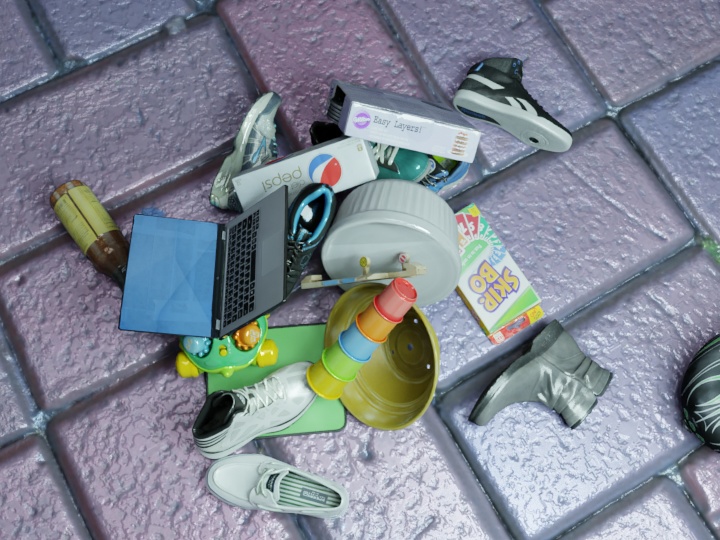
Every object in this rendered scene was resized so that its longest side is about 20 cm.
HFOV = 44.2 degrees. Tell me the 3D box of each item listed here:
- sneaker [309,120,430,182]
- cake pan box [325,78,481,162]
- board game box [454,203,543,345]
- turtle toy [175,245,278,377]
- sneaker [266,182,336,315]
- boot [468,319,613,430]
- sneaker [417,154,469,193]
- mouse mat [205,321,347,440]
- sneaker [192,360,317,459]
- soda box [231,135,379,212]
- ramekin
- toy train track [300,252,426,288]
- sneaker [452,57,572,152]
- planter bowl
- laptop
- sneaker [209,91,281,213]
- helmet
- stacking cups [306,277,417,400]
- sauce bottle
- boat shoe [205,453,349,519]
[{"bbox_3d":[0.007,-0.176,1.309,0.198,0.080,0.072,14,69,31],"label":"sneaker"},{"bbox_3d":[0.052,-0.216,1.258,0.198,0.184,0.053,10,108,-16],"label":"cake pan box"},{"bbox_3d":[0.184,0.005,1.322,0.095,0.030,0.201,-30,77,-12],"label":"board game box"},{"bbox_3d":[-0.196,0.055,1.245,0.144,0.101,0.202,-8,60,-5],"label":"turtle toy"},{"bbox_3d":[-0.098,-0.033,1.189,0.073,0.082,0.202,28,87,-8],"label":"sneaker"},{"bbox_3d":[0.257,0.177,1.244,0.200,0.070,0.132,-43,82,-11],"label":"boot"},{"bbox_3d":[0.088,-0.136,1.333,0.078,0.089,0.200,43,74,13],"label":"sneaker"},{"bbox_3d":[-0.122,0.157,1.265,0.197,0.008,0.163,-4,70,-4],"label":"mouse mat"},{"bbox_3d":[-0.137,0.180,1.191,0.199,0.116,0.076,-32,74,-13],"label":"sneaker"},{"bbox_3d":[-0.076,-0.136,1.263,0.198,0.064,0.069,-17,104,11],"label":"soda box"},{"bbox_3d":[0.048,-0.042,1.247,0.200,0.203,0.095,11,56,2],"label":"ramekin"},{"bbox_3d":[0.000,0.000,1.203,0.198,0.114,0.033,-8,86,37],"label":"toy train track"},{"bbox_3d":[0.256,-0.274,1.397,0.198,0.073,0.113,26,73,8],"label":"sneaker"},{"bbox_3d":[0.048,0.112,1.225,0.083,0.200,0.202,-9,64,-49],"label":"planter bowl"},{"bbox_3d":[-0.202,-0.019,1.162,0.199,0.115,0.189,-29,48,33],"label":"laptop"},{"bbox_3d":[-0.156,-0.175,1.356,0.086,0.078,0.202,24,78,-6],"label":"sneaker"},{"bbox_3d":[0.538,0.160,1.191,0.197,0.191,0.203,1,71,-2],"label":"helmet"},{"bbox_3d":[0.005,0.092,1.168,0.060,0.200,0.061,27,36,-22],"label":"stacking cups"},{"bbox_3d":[-0.378,-0.040,1.295,0.066,0.066,0.201,-33,75,-13],"label":"sauce bottle"},{"bbox_3d":[-0.111,0.284,1.188,0.197,0.067,0.074,7,70,0],"label":"boat shoe"}]
